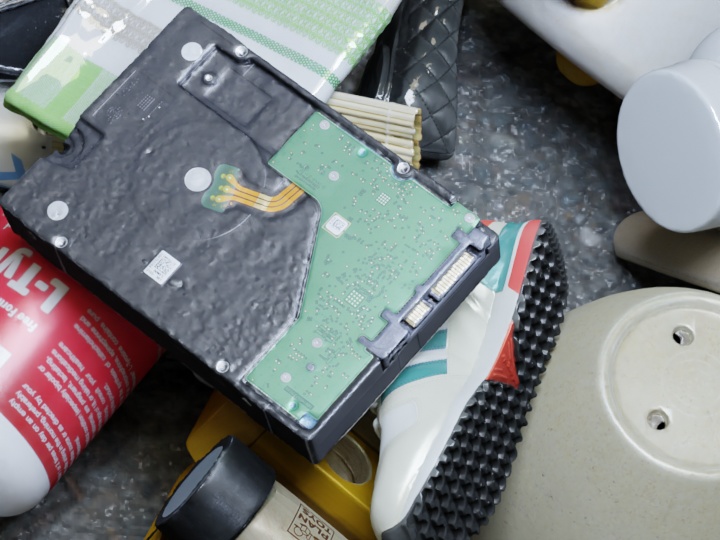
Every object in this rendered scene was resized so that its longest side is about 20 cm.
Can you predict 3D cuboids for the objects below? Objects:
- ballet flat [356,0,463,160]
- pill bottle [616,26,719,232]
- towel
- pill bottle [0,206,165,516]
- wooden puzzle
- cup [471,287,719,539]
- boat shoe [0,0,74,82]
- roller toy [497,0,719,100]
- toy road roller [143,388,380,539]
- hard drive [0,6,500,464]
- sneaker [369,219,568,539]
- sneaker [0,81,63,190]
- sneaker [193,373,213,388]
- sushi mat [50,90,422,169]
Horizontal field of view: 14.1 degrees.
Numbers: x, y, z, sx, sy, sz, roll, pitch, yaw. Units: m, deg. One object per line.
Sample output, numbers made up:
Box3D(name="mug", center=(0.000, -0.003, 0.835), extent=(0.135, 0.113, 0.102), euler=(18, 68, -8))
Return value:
Box3D(name="ballet flat", center=(0.046, -0.149, 1.619), extent=(0.057, 0.066, 0.200), euler=(25, 65, -16))
Box3D(name="pill bottle", center=(0.230, -0.079, 1.461), extent=(0.200, 0.111, 0.111), euler=(-15, 65, -33))
Box3D(name="towel", center=(-0.069, -0.131, 1.461), extent=(0.149, 0.031, 0.200), euler=(27, 68, 23))
Box3D(name="pill bottle", center=(-0.175, 0.048, 1.440), extent=(0.112, 0.112, 0.200), euler=(34, 66, 9))
Box3D(name="wooden puzzle", center=(0.254, -0.018, 1.525), extent=(0.200, 0.185, 0.037), euler=(-11, 100, -14))
Box3D(name="cup", center=(0.154, 0.087, 1.459), extent=(0.200, 0.143, 0.201), euler=(4, 61, -8))
Box3D(name="boat shoe", center=(-0.128, -0.131, 1.523), extent=(0.200, 0.072, 0.068), euler=(-9, 30, -18))
Box3D(name="roller toy", center=(0.154, -0.158, 1.555), extent=(0.182, 0.200, 0.140), euler=(35, 100, -12))
Box3D(name="toy road roller", center=(-0.049, 0.131, 1.417), extent=(0.123, 0.146, 0.200), euler=(41, 33, -9))
Box3D(name="hard drive", center=(-0.052, -0.019, 1.372), extent=(0.200, 0.038, 0.140), euler=(35, 74, 21))
Box3D(name="sneaker", center=(0.030, 0.054, 1.403), extent=(0.093, 0.070, 0.200), euler=(6, 53, 26))
Box3D(name="sneaker", center=(-0.126, -0.077, 1.541), extent=(0.200, 0.073, 0.072), euler=(4, 63, -6))
Box3D(name="sneaker", center=(0.000, 0.000, 1.521), extent=(0.200, 0.077, 0.082), euler=(-12, 59, -16))
Box3D(name="sushi mat", center=(-0.066, -0.056, 1.480), extent=(0.200, 0.096, 0.012), euler=(12, 22, 16))
